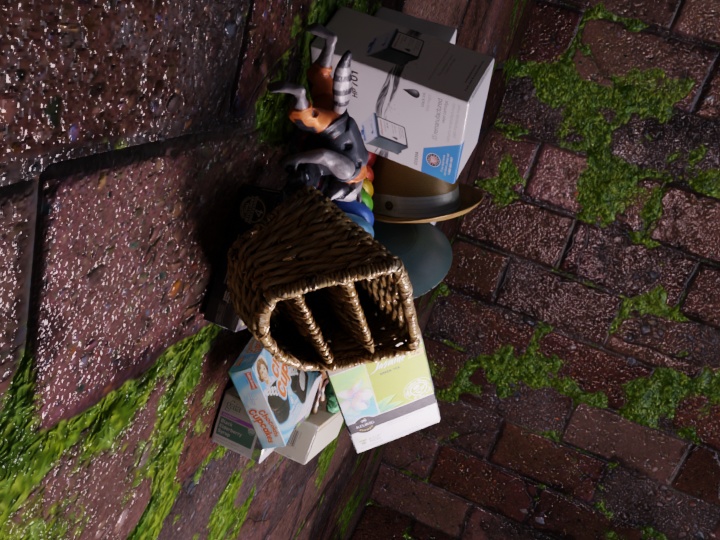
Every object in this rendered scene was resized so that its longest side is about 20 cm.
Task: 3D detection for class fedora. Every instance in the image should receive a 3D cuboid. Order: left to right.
[{"bbox_3d":[0.071,-0.129,0.972,0.201,0.200,0.082,-48,139,-58],"label":"fedora"}]

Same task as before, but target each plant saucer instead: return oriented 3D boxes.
[{"bbox_3d":[0.025,-0.034,0.952,0.201,0.201,0.039,-57,152,-43],"label":"plant saucer"}]

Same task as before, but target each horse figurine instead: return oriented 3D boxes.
[{"bbox_3d":[-0.060,0.148,1.205,0.200,0.050,0.133,-105,-149,-56],"label":"horse figurine"}]

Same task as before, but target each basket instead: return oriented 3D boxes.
[{"bbox_3d":[-0.040,0.041,0.733,0.143,0.149,0.200,-41,152,-15],"label":"basket"}]

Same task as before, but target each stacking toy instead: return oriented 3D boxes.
[{"bbox_3d":[-0.012,-0.091,0.900,0.085,0.085,0.200,85,14,-64],"label":"stacking toy"}]

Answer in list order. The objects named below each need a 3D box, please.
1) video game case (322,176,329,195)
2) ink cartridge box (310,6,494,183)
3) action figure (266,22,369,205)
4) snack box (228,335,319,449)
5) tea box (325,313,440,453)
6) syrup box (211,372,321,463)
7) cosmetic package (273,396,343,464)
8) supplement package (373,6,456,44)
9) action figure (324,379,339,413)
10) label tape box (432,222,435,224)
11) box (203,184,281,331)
[{"bbox_3d":[-0.042,-0.094,1.092,0.200,0.017,0.143,-47,155,-60],"label":"video game case"},{"bbox_3d":[0.047,-0.211,0.850,0.147,0.200,0.086,90,26,-58],"label":"ink cartridge box"},{"bbox_3d":[-0.038,-0.142,0.777,0.194,0.104,0.200,69,21,-46],"label":"action figure"},{"bbox_3d":[-0.107,0.131,0.937,0.200,0.037,0.116,-65,138,-64],"label":"snack box"},{"bbox_3d":[0.008,0.105,0.988,0.200,0.133,0.197,-115,-174,-49],"label":"tea box"},{"bbox_3d":[-0.134,0.199,1.035,0.200,0.079,0.082,-29,139,-72],"label":"syrup box"},{"bbox_3d":[-0.100,0.266,1.235,0.200,0.103,0.073,-5,116,-78],"label":"cosmetic package"},{"bbox_3d":[0.058,-0.253,1.016,0.200,0.120,0.121,85,28,-63],"label":"supplement package"},{"bbox_3d":[-0.026,0.158,1.253,0.118,0.055,0.200,-28,-139,61],"label":"action figure"},{"bbox_3d":[0.053,-0.109,1.092,0.063,0.144,0.200,91,24,-59],"label":"label tape box"},{"bbox_3d":[-0.108,-0.018,0.860,0.200,0.049,0.162,-15,123,-76],"label":"box"}]
